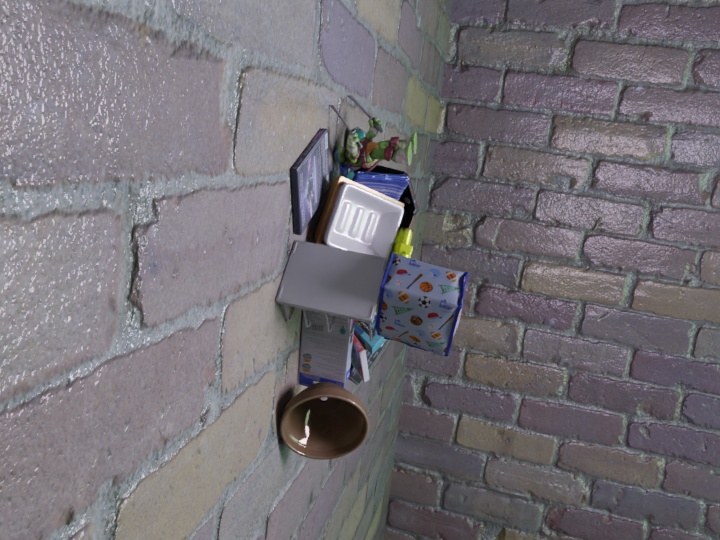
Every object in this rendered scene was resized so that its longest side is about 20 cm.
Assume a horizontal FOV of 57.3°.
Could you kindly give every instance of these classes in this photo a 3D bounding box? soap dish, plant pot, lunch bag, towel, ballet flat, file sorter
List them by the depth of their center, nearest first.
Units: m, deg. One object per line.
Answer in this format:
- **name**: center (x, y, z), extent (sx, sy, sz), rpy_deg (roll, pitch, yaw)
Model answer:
- **lunch bag**: center (0.119, 0.080, 1.330), extent (0.203, 0.166, 0.125), rpy_deg (94, 15, -45)
- **file sorter**: center (-0.054, 0.047, 1.348), extent (0.126, 0.195, 0.142), rpy_deg (87, 17, -60)
- **plant pot**: center (-0.081, 0.317, 1.460), extent (0.094, 0.195, 0.205), rpy_deg (-98, -173, -55)
- **soap dish**: center (-0.006, -0.108, 1.485), extent (0.197, 0.081, 0.161), rpy_deg (18, 93, -38)
- **towel**: center (0.022, -0.157, 1.565), extent (0.202, 0.141, 0.024), rpy_deg (118, -35, -47)
- **ballet flat**: center (-0.012, -0.254, 1.649), extent (0.072, 0.070, 0.206), rpy_deg (-19, 118, -77)

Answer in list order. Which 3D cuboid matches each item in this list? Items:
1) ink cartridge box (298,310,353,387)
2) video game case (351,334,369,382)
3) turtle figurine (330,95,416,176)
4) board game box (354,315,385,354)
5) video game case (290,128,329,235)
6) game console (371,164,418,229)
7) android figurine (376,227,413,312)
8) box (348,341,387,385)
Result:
- **ink cartridge box**: center (-0.078, 0.174, 1.499), extent (0.042, 0.116, 0.206), rpy_deg (-38, 135, -69)
- **video game case**: center (-0.040, 0.158, 1.590), extent (0.201, 0.017, 0.144), rpy_deg (53, -17, 32)
- **turtle figurine**: center (0.028, -0.311, 1.496), extent (0.144, 0.189, 0.206), rpy_deg (5, 91, -76)
- **board game box**: center (0.047, 0.083, 1.642), extent (0.199, 0.151, 0.047), rpy_deg (-41, 160, -19)
- **video game case**: center (-0.102, -0.188, 1.369), extent (0.201, 0.018, 0.146), rpy_deg (-65, 159, -52)
- **game console**: center (0.037, -0.166, 1.677), extent (0.119, 0.197, 0.175), rpy_deg (-46, 136, -26)
- **android figurine**: center (0.073, 0.002, 1.531), extent (0.182, 0.040, 0.205), rpy_deg (-169, -84, -77)
- **box**: center (0.006, 0.185, 1.722), extent (0.202, 0.043, 0.159), rpy_deg (-55, -158, -10)
